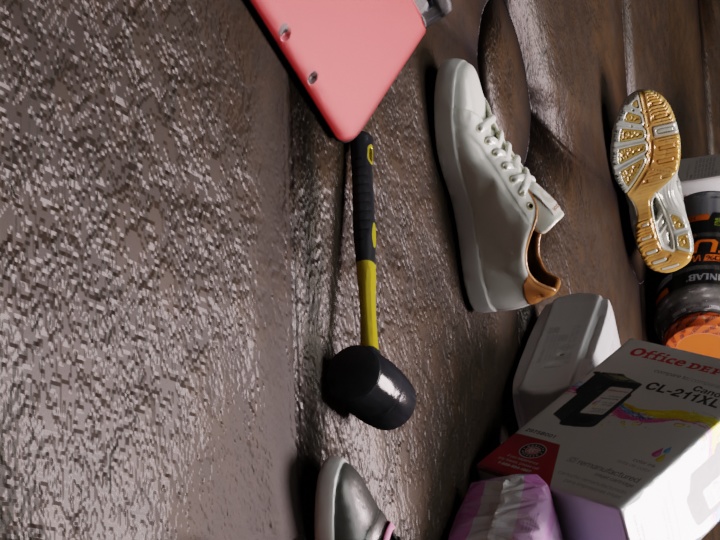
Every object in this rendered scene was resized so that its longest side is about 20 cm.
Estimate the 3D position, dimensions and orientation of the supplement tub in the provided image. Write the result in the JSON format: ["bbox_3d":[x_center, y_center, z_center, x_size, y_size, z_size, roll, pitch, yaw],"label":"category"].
[{"bbox_3d":[0.390,0.019,2.223,0.200,0.122,0.123,-79,154,-42],"label":"supplement tub"}]

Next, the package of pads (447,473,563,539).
[{"bbox_3d":[0.116,0.262,1.451,0.121,0.075,0.200,-57,136,-57],"label":"package of pads"}]

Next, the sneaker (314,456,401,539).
[{"bbox_3d":[0.037,0.197,1.216,0.071,0.099,0.200,-56,135,-58],"label":"sneaker"}]

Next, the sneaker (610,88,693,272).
[{"bbox_3d":[0.304,-0.100,2.122,0.088,0.075,0.201,-87,168,-71],"label":"sneaker"}]

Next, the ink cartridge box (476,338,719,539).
[{"bbox_3d":[0.210,0.144,1.532,0.200,0.146,0.083,-36,122,-34],"label":"ink cartridge box"}]

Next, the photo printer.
[{"bbox_3d":[0.190,0.144,1.701,0.166,0.069,0.200,-61,141,-56],"label":"photo printer"}]

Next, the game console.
[{"bbox_3d":[-0.030,-0.215,1.277,0.173,0.119,0.200,59,1,37],"label":"game console"}]

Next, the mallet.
[{"bbox_3d":[0.000,0.000,1.277,0.066,0.041,0.201,32,50,-63],"label":"mallet"}]

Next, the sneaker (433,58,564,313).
[{"bbox_3d":[0.111,-0.069,1.531,0.073,0.084,0.201,-45,124,-64],"label":"sneaker"}]

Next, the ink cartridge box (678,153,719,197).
[{"bbox_3d":[0.473,-0.067,2.371,0.083,0.199,0.146,-64,143,-61],"label":"ink cartridge box"}]
